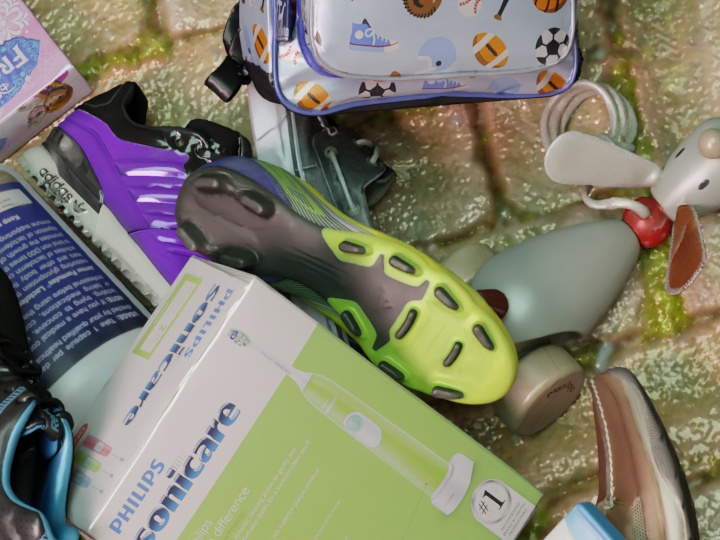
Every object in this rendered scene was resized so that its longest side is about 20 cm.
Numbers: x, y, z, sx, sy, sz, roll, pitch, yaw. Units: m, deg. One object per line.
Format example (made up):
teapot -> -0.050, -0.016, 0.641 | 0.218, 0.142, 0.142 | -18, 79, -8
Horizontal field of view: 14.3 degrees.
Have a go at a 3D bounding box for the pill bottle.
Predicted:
pill bottle -> -0.164, 0.047, 1.501 | 0.116, 0.116, 0.200 | -44, 69, -4

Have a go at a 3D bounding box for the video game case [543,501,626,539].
video game case -> 0.091, 0.233, 1.401 | 0.143, 0.018, 0.200 | 48, 110, 21

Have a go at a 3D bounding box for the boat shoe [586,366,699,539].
boat shoe -> 0.135, 0.146, 1.431 | 0.072, 0.076, 0.201 | -15, 69, 9

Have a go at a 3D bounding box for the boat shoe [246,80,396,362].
boat shoe -> -0.015, -0.042, 1.530 | 0.071, 0.072, 0.201 | -14, 81, -1

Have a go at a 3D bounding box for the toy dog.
toy dog -> 0.114, -0.015, 1.472 | 0.132, 0.096, 0.200 | 28, 80, 18

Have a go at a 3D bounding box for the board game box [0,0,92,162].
board game box -> -0.287, -0.117, 1.618 | 0.200, 0.041, 0.200 | -39, 69, -2

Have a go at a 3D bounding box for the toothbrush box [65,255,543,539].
toothbrush box -> -0.034, 0.110, 1.411 | 0.146, 0.200, 0.086 | -57, 26, -8

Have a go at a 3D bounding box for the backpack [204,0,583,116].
backpack -> 0.025, -0.177, 1.449 | 0.199, 0.154, 0.191 | -5, 94, -16

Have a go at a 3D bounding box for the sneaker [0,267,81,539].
sneaker -> -0.168, 0.071, 1.373 | 0.082, 0.073, 0.201 | -33, 51, 32

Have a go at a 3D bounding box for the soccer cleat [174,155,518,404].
soccer cleat -> 0.000, -0.001, 1.441 | 0.200, 0.084, 0.065 | 30, 110, 17

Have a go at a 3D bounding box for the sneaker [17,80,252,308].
sneaker -> -0.087, -0.028, 1.532 | 0.100, 0.070, 0.200 | -45, 70, -4
